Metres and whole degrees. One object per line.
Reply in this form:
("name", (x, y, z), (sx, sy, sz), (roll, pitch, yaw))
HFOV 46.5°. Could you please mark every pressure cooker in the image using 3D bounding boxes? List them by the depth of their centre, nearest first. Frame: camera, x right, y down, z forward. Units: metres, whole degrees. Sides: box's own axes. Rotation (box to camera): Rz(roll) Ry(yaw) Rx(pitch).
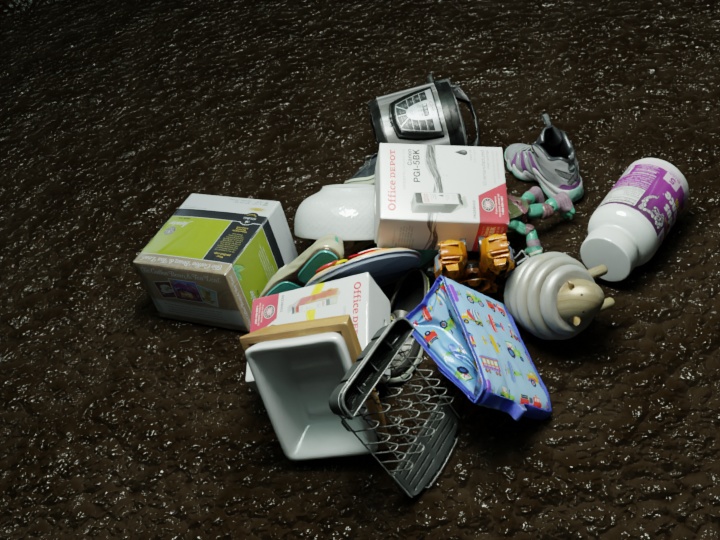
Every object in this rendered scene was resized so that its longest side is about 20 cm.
("pressure cooker", (0.124, -0.264, 1.584), (0.197, 0.178, 0.179), (-13, 31, 3))

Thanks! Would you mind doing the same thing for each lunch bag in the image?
("lunch bag", (0.171, 0.120, 1.129), (0.094, 0.150, 0.201), (-51, 43, 19))

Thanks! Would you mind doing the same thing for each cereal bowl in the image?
("cereal bowl", (-0.017, -0.104, 1.447), (0.197, 0.085, 0.200), (-1, 11, 0))

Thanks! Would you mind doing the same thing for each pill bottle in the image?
("pill bottle", (0.423, -0.077, 1.303), (0.111, 0.113, 0.200), (18, 51, 35))

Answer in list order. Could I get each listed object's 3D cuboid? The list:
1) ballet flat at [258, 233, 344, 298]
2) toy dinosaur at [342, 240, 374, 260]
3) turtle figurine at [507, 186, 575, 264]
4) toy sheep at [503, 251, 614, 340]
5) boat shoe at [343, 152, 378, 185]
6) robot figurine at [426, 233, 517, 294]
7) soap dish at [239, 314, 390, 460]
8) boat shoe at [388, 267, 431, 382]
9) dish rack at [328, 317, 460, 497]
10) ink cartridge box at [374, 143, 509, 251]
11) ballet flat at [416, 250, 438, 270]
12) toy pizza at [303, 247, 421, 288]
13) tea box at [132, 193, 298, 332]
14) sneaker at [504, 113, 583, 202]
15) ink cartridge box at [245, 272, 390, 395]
("ballet flat", (-0.099, 0.006, 1.377), (0.199, 0.069, 0.070), (-37, 29, 29))
("toy dinosaur", (-0.020, -0.029, 1.431), (0.198, 0.059, 0.101), (-31, 8, -13))
("turtle figurine", (0.250, -0.077, 1.384), (0.198, 0.102, 0.149), (-28, 46, -26))
("toy sheep", (0.277, 0.036, 1.216), (0.137, 0.139, 0.199), (-34, 13, -21))
("boat shoe", (0.037, -0.171, 1.496), (0.199, 0.074, 0.063), (-17, 53, 59))
("robot figurine", (0.170, -0.004, 1.271), (0.143, 0.200, 0.059), (-7, 74, 6))
("soap dish", (-0.056, 0.155, 1.128), (0.155, 0.202, 0.081), (-10, 26, 20))
("boat shoe", (0.065, 0.080, 1.287), (0.071, 0.061, 0.202), (1, 42, 20))
("dish rack", (0.057, 0.180, 1.068), (0.054, 0.201, 0.154), (-14, 30, 52))
("ink cartridge box", (0.122, -0.114, 1.301), (0.197, 0.083, 0.149), (1, 60, -3))
("ballet flat", (0.144, -0.078, 1.420), (0.068, 0.075, 0.202), (33, 98, 32))
("toy pizza", (0.000, 0.000, 1.320), (0.197, 0.200, 0.032), (-17, 76, -1))
("tea box", (-0.246, -0.019, 1.459), (0.197, 0.135, 0.198), (7, 44, 27))
("sneaker", (0.321, -0.219, 1.484), (0.077, 0.141, 0.200), (-29, 41, -16))
("ink cartridge box", (-0.061, 0.100, 1.242), (0.197, 0.084, 0.147), (-13, 53, 19))
